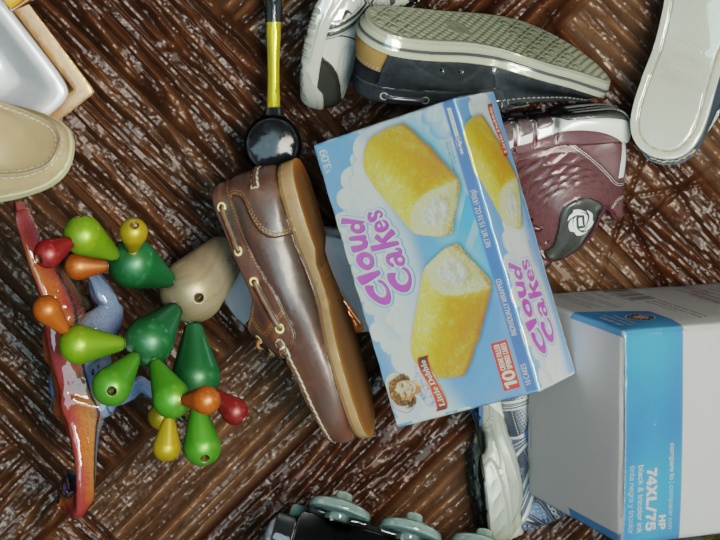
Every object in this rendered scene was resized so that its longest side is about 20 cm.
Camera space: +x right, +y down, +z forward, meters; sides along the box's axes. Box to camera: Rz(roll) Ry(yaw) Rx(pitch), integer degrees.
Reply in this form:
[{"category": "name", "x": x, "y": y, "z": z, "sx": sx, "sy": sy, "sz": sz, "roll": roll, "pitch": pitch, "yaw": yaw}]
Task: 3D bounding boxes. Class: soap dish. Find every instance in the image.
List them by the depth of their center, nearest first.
[{"category": "soap dish", "x": -0.305, "y": -0.158, "z": 1.552, "sx": 0.157, "sy": 0.081, "sz": 0.200, "roll": -36, "pitch": 98, "yaw": 5}]

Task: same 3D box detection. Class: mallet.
[{"category": "mallet", "x": -0.062, "y": -0.167, "z": 1.583, "sx": 0.041, "sy": 0.066, "sz": 0.201, "roll": 0, "pitch": 85, "yaw": -3}]

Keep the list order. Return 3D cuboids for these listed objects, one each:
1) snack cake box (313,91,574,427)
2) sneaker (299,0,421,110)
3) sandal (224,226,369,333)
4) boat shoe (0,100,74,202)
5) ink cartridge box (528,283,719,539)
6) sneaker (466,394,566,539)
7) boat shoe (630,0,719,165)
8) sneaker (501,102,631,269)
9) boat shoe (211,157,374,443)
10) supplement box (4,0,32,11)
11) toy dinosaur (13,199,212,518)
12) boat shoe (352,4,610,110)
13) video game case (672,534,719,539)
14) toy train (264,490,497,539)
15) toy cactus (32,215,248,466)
[{"category": "snack cake box", "x": 0.056, "y": -0.007, "z": 1.499, "sx": 0.114, "sy": 0.067, "sz": 0.201, "roll": -17, "pitch": 91, "yaw": 28}, {"category": "sneaker", "x": 0.018, "y": -0.200, "z": 1.554, "sx": 0.087, "sy": 0.076, "sz": 0.201, "roll": 19, "pitch": 99, "yaw": -4}, {"category": "sandal", "x": 0.001, "y": 0.008, "z": 1.595, "sx": 0.205, "sy": 0.059, "sz": 0.080, "roll": 3, "pitch": 100, "yaw": 13}, {"category": "boat shoe", "x": -0.290, "y": -0.093, "z": 1.480, "sx": 0.199, "sy": 0.065, "sz": 0.073, "roll": 9, "pitch": 71, "yaw": 0}, {"category": "ink cartridge box", "x": 0.236, "y": 0.092, "z": 1.545, "sx": 0.199, "sy": 0.147, "sz": 0.147, "roll": -4, "pitch": 100, "yaw": -20}, {"category": "sneaker", "x": 0.119, "y": 0.094, "z": 1.617, "sx": 0.085, "sy": 0.077, "sz": 0.201, "roll": -8, "pitch": 107, "yaw": -10}, {"category": "boat shoe", "x": 0.247, "y": -0.168, "z": 1.570, "sx": 0.074, "sy": 0.062, "sz": 0.201, "roll": 17, "pitch": 90, "yaw": 12}, {"category": "sneaker", "x": 0.097, "y": -0.052, "z": 1.584, "sx": 0.199, "sy": 0.076, "sz": 0.116, "roll": -5, "pitch": 103, "yaw": -1}, {"category": "boat shoe", "x": -0.046, "y": 0.026, "z": 1.541, "sx": 0.070, "sy": 0.070, "sz": 0.201, "roll": -17, "pitch": 91, "yaw": 11}, {"category": "supplement box", "x": -0.216, "y": -0.294, "z": 1.470, "sx": 0.132, "sy": 0.200, "sz": 0.198, "roll": -31, "pitch": 99, "yaw": 4}, {"category": "toy dinosaur", "x": -0.207, "y": 0.074, "z": 1.564, "sx": 0.199, "sy": 0.105, "sz": 0.183, "roll": 27, "pitch": 67, "yaw": -39}, {"category": "boat shoe", "x": 0.082, "y": -0.138, "z": 1.554, "sx": 0.199, "sy": 0.075, "sz": 0.063, "roll": 4, "pitch": 122, "yaw": -27}, {"category": "video game case", "x": 0.263, "y": 0.203, "z": 1.566, "sx": 0.142, "sy": 0.200, "sz": 0.018, "roll": -1, "pitch": 100, "yaw": -1}, {"category": "toy train", "x": 0.025, "y": 0.221, "z": 1.608, "sx": 0.199, "sy": 0.114, "sz": 0.086, "roll": 15, "pitch": 71, "yaw": -1}, {"category": "toy cactus", "x": -0.129, "y": 0.029, "z": 1.519, "sx": 0.102, "sy": 0.165, "sz": 0.200, "roll": -23, "pitch": 109, "yaw": 43}]
